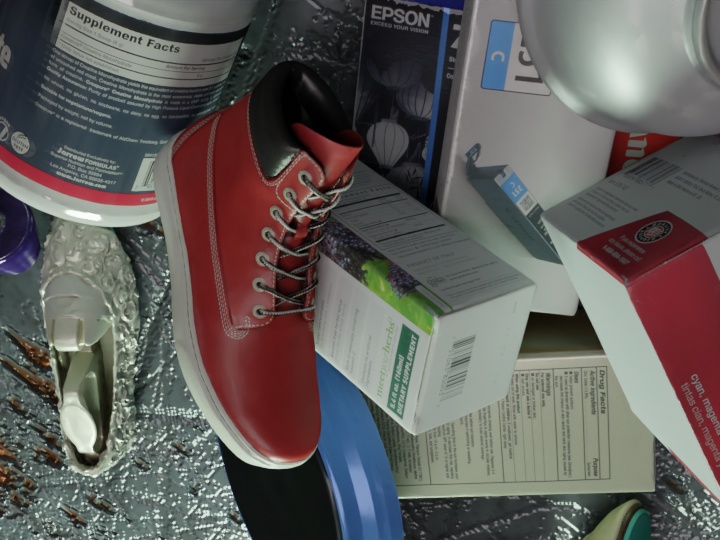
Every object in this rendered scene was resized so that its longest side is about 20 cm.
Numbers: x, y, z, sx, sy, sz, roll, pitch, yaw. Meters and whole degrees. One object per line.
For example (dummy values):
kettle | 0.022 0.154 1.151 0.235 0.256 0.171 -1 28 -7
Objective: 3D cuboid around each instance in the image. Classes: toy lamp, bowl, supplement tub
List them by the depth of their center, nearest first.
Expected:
bowl | 0.185 -0.146 0.659 0.200 0.090 0.202 -11 122 -18
supplement tub | -0.142 -0.140 0.775 0.140 0.140 0.201 27 119 1
toy lamp | -0.253 -0.048 0.826 0.058 0.200 0.059 -3 70 8
bowl | -0.041 0.130 0.852 0.039 0.201 0.202 -18 126 -26

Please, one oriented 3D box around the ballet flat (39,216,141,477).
ballet flat | -0.192 0.059 0.927 0.071 0.072 0.201 4 115 13

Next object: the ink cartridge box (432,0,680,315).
ink cartridge box | 0.136 -0.070 0.763 0.175 0.045 0.201 5 118 -4

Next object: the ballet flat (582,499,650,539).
ballet flat | 0.166 0.242 0.924 0.069 0.070 0.201 2 116 14

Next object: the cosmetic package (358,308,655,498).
cosmetic package | 0.087 0.085 0.846 0.199 0.071 0.106 -2 112 7

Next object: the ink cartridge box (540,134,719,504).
ink cartridge box | 0.229 -0.002 0.703 0.199 0.145 0.145 -29 107 0

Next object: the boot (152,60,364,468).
boot | -0.039 -0.001 0.692 0.144 0.072 0.201 -24 78 49

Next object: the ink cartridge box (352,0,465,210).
ink cartridge box | 0.047 -0.109 0.798 0.099 0.039 0.201 10 116 11

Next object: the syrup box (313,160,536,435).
syrup box | 0.000 0.000 0.763 0.200 0.081 0.079 37 129 37
